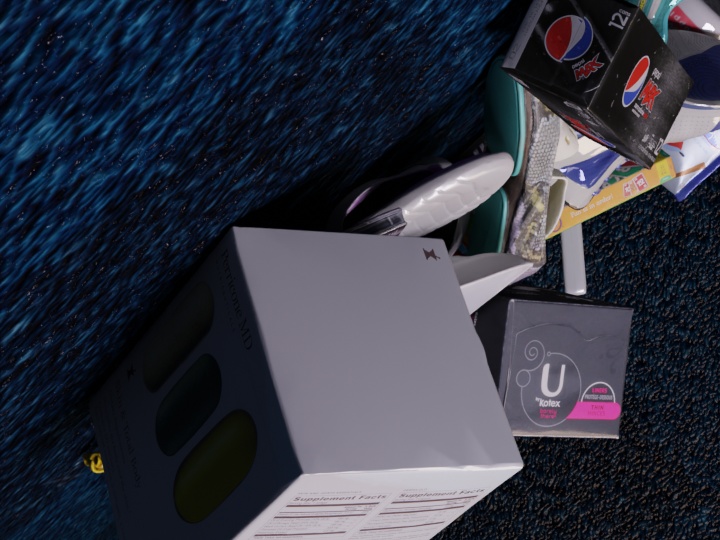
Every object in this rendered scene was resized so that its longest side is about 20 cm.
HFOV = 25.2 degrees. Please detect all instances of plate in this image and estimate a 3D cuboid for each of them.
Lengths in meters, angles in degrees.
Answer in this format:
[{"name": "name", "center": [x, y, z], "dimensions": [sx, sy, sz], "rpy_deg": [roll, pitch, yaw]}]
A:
[{"name": "plate", "center": [-0.005, 0.044, 1.137], "dimensions": [0.199, 0.033, 0.199], "rpy_deg": [-16, 165, -35]}]

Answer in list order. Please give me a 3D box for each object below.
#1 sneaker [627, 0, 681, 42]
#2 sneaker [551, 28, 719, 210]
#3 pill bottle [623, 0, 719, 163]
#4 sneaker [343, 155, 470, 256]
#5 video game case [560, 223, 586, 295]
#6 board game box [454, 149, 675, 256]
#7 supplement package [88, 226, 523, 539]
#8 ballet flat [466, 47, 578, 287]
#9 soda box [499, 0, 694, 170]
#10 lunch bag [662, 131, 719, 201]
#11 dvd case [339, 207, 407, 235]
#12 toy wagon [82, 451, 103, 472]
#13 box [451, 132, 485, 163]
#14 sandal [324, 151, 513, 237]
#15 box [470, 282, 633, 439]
[{"name": "sneaker", "center": [0.247, -0.230, 1.104], "dimensions": [0.200, 0.080, 0.078], "rpy_deg": [-43, 175, 5]}, {"name": "sneaker", "center": [0.191, -0.111, 1.225], "dimensions": [0.198, 0.081, 0.115], "rpy_deg": [-9, 146, -9]}, {"name": "pill bottle", "center": [0.209, -0.155, 1.300], "dimensions": [0.200, 0.109, 0.109], "rpy_deg": [-45, 175, 25]}, {"name": "sneaker", "center": [0.000, 0.000, 1.202], "dimensions": [0.112, 0.073, 0.200], "rpy_deg": [-37, 173, -40]}, {"name": "video game case", "center": [0.197, -0.078, 1.538], "dimensions": [0.023, 0.202, 0.182], "rpy_deg": [-4, 180, 7]}, {"name": "board game box", "center": [0.162, -0.064, 1.383], "dimensions": [0.199, 0.030, 0.096], "rpy_deg": [-28, -150, -5]}, {"name": "supplement package", "center": [-0.040, 0.093, 0.932], "dimensions": [0.150, 0.153, 0.200], "rpy_deg": [3, 147, -35]}, {"name": "ballet flat", "center": [0.118, -0.075, 1.140], "dimensions": [0.072, 0.072, 0.201], "rpy_deg": [-38, 145, -40]}, {"name": "soda box", "center": [0.155, -0.124, 1.020], "dimensions": [0.071, 0.063, 0.200], "rpy_deg": [-63, 159, 3]}, {"name": "lunch bag", "center": [0.322, -0.194, 1.532], "dimensions": [0.200, 0.170, 0.124], "rpy_deg": [-42, -179, 13]}, {"name": "dvd case", "center": [-0.059, 0.023, 1.059], "dimensions": [0.148, 0.016, 0.200], "rpy_deg": [-24, 169, -20]}, {"name": "toy wagon", "center": [-0.114, 0.140, 1.225], "dimensions": [0.199, 0.040, 0.155], "rpy_deg": [-9, 175, -31]}, {"name": "box", "center": [0.093, -0.069, 1.520], "dimensions": [0.198, 0.050, 0.200], "rpy_deg": [-44, 175, 4]}, {"name": "sandal", "center": [0.010, -0.039, 1.103], "dimensions": [0.202, 0.050, 0.082], "rpy_deg": [-30, 167, 18]}, {"name": "box", "center": [0.103, 0.063, 1.269], "dimensions": [0.121, 0.107, 0.200], "rpy_deg": [4, -176, -30]}]
